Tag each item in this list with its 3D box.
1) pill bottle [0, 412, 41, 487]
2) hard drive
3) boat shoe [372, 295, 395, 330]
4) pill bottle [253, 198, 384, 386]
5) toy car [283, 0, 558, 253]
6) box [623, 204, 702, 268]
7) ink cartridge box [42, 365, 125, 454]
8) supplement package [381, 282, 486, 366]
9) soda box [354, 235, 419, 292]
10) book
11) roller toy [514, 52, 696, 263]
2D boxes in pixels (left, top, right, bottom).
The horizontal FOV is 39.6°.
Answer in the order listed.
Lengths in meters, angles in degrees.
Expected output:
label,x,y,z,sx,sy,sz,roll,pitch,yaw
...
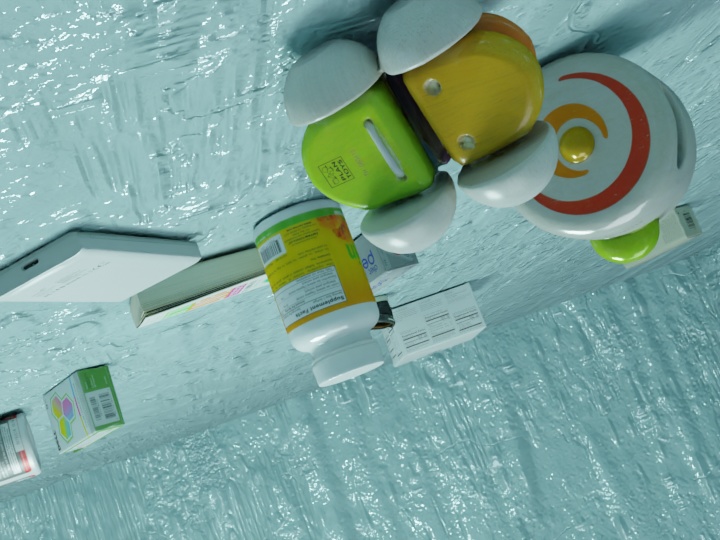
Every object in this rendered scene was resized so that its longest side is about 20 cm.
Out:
label,x,y,z,sx,sy,sz,roll,pitch,yaw
pill bottle,-0.666,0.330,1.727,0.199,0.114,0.114,-17,169,-17
hard drive,-0.278,0.000,1.059,0.132,0.026,0.200,-25,169,22
boat shoe,-0.026,0.105,1.951,0.199,0.068,0.072,-15,169,-23
pill bottle,-0.044,0.028,1.170,0.111,0.201,0.111,-20,170,-4
toy car,0.049,-0.127,0.782,0.199,0.175,0.150,-25,-155,22
box,0.704,-0.079,2.371,0.068,0.082,0.200,-14,169,-36
ink cartridge box,-0.475,0.241,1.670,0.059,0.104,0.200,-10,165,-43
supplement package,0.160,0.125,2.268,0.199,0.111,0.156,-18,168,-11
soda box,0.000,0.000,1.469,0.063,0.069,0.200,-15,168,-35
book,-0.193,0.018,1.283,0.199,0.048,0.134,-19,173,-19
roller toy,0.233,-0.123,1.007,0.140,0.200,0.183,-1,123,-61
